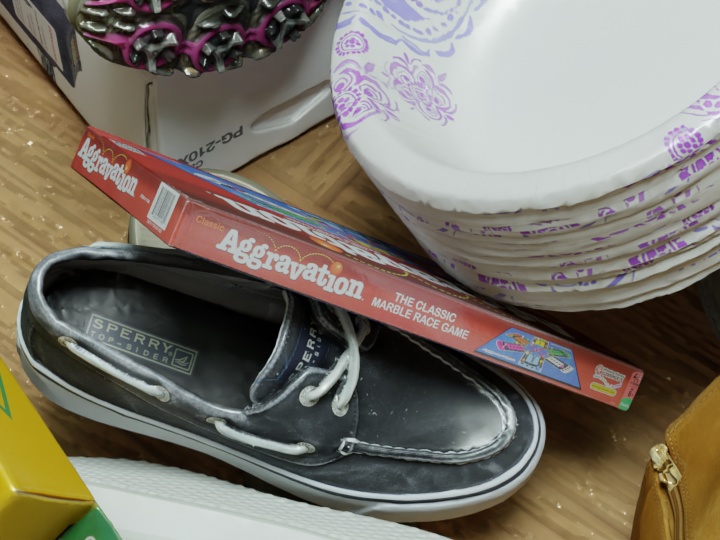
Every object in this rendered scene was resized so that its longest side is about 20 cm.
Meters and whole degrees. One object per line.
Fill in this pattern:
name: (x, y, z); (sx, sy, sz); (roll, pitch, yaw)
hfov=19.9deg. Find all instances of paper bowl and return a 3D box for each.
paper bowl: (0.097, -0.075, 0.747); (0.199, 0.105, 0.202); (-19, 45, 21)

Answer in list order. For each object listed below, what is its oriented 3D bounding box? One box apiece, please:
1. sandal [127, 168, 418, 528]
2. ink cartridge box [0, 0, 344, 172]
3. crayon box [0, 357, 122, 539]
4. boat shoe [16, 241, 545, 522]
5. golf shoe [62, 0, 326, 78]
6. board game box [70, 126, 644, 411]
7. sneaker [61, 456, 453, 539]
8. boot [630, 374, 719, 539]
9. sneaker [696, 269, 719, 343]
sandal: (-0.031, 0.033, 0.792); (0.080, 0.054, 0.201); (-17, 59, -13)
ink cartridge box: (-0.085, -0.148, 0.897); (0.144, 0.085, 0.200); (-30, 62, -22)
crayon box: (-0.178, 0.071, 0.721); (0.126, 0.051, 0.200); (-46, 63, 13)
boat shoe: (-0.025, 0.035, 0.731); (0.198, 0.068, 0.072); (18, 66, -5)
golf shoe: (-0.041, -0.139, 0.804); (0.199, 0.073, 0.092); (-27, 57, -32)
board game box: (0.000, 0.000, 0.743); (0.199, 0.020, 0.103); (21, 8, -31)
sneaker: (-0.055, 0.119, 0.724); (0.198, 0.074, 0.083); (11, 93, 27)
boot: (0.115, 0.140, 0.713); (0.070, 0.202, 0.144); (24, 14, -14)
sneaker: (0.194, -0.042, 0.847); (0.117, 0.074, 0.202); (-2, 56, -7)
